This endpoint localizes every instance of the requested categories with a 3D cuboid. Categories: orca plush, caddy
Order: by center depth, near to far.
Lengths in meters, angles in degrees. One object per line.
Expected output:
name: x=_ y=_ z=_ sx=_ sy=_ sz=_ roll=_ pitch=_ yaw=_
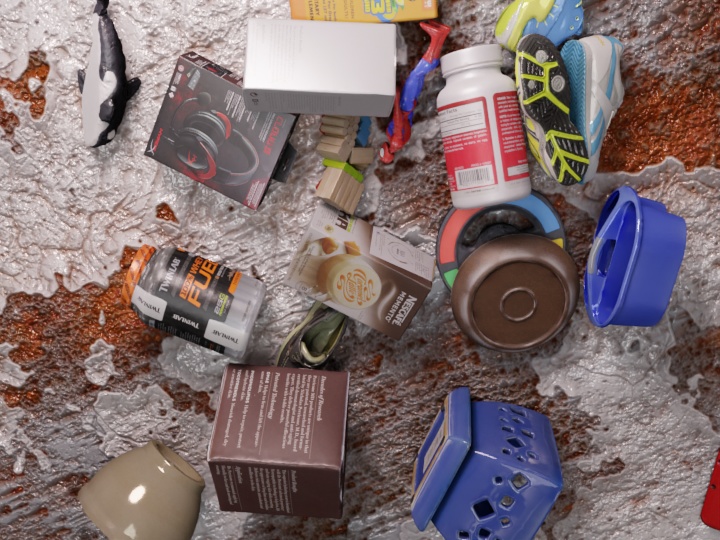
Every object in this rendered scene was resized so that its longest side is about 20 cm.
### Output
orca plush: x=-0.348 y=-0.275 z=1.067 sx=0.104 sy=0.070 sz=0.206 roll=19 pitch=113 yaw=44
caddy: x=0.374 y=-0.016 z=1.078 sx=0.102 sy=0.142 sz=0.205 roll=8 pitch=110 yaw=-6

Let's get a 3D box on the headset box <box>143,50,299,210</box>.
headset box: x=-0.183 y=-0.192 z=1.070 sx=0.196 sy=0.075 sz=0.151 roll=26 pitch=109 yaw=-7

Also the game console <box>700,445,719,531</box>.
game console: x=0.688 y=0.350 z=1.264 sx=0.168 sy=0.118 sz=0.205 roll=-7 pitch=114 yaw=-29

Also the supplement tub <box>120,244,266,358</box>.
supplement tub: x=-0.248 y=0.043 z=1.134 sx=0.195 sy=0.123 sz=0.125 roll=21 pitch=110 yaw=-6

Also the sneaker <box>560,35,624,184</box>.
sneaker: x=0.319 y=-0.216 z=1.040 sx=0.079 sy=0.077 sz=0.205 roll=-15 pitch=122 yaw=-18

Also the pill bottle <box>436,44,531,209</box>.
pill bottle: x=0.164 y=-0.192 z=1.027 sx=0.109 sy=0.112 sz=0.206 roll=-9 pitch=96 yaw=6

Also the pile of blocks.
pile of blocks: x=-0.027 y=-0.187 z=1.083 sx=0.061 sy=0.081 sz=0.206 roll=18 pitch=106 yaw=41

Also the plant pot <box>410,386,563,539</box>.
plant pot: x=0.185 y=0.315 z=1.182 sx=0.176 sy=0.201 sz=0.204 roll=25 pitch=111 yaw=-1

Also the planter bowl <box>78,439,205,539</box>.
planter bowl: x=-0.337 y=0.367 z=1.237 sx=0.200 sy=0.200 sz=0.136 roll=42 pitch=80 yaw=-12

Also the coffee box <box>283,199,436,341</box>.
coffee box: x=0.000 y=0.000 z=1.120 sx=0.196 sy=0.080 sz=0.116 roll=26 pitch=124 yaw=-7

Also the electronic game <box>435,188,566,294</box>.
electronic game: x=0.209 y=-0.031 z=1.131 sx=0.194 sy=0.042 sz=0.206 roll=1 pitch=111 yaw=2

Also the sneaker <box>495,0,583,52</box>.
sneaker: x=0.262 y=-0.374 z=0.994 sx=0.103 sy=0.076 sz=0.202 roll=21 pitch=118 yaw=-18

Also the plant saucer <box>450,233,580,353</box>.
plant saucer: x=0.233 y=0.044 z=1.129 sx=0.194 sy=0.032 sz=0.205 roll=0 pitch=119 yaw=-1

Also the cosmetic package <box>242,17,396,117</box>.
cosmetic package: x=-0.052 y=-0.263 z=0.989 sx=0.194 sy=0.074 sz=0.105 roll=3 pitch=77 yaw=-4

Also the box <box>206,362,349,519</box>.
box: x=-0.118 y=0.262 z=1.161 sx=0.194 sy=0.167 sz=0.168 roll=4 pitch=138 yaw=1

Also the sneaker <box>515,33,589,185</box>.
sneaker: x=0.240 y=-0.211 z=1.013 sx=0.074 sy=0.076 sz=0.205 roll=-22 pitch=106 yaw=-13

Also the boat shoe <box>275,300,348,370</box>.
boat shoe: x=-0.078 y=0.120 z=1.185 sx=0.071 sy=0.066 sz=0.203 roll=30 pitch=110 yaw=-12

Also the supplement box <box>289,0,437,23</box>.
supplement box: x=0.005 y=-0.362 z=1.005 sx=0.194 sy=0.069 sz=0.068 roll=-5 pitch=111 yaw=3

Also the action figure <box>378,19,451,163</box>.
action figure: x=0.066 y=-0.240 z=1.044 sx=0.051 sy=0.066 sz=0.204 roll=22 pitch=119 yaw=6
